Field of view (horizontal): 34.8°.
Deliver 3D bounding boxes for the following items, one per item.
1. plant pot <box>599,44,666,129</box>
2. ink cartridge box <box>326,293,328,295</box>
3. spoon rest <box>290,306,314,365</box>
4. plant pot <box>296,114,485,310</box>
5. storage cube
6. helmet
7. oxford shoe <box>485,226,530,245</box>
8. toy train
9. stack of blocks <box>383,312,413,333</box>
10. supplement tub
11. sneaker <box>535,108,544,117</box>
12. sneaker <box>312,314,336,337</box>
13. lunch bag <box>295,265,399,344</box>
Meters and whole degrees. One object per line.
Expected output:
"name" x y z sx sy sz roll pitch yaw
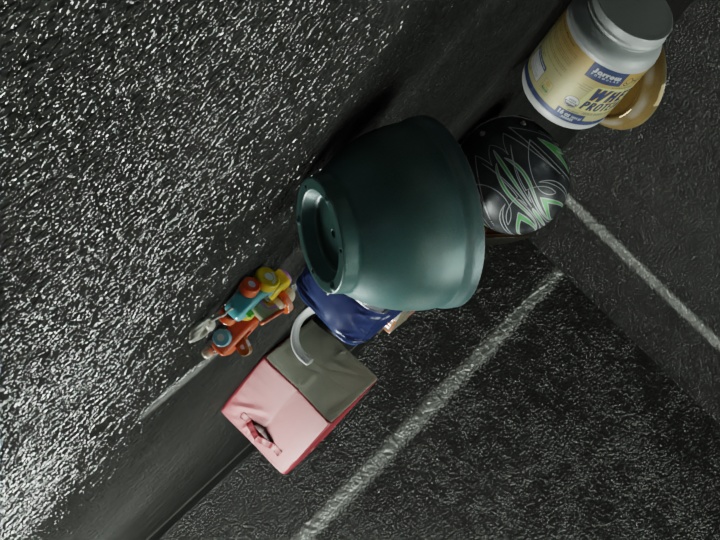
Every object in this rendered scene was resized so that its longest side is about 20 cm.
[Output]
"plant pot" 0.373 -0.308 1.727 0.027 0.200 0.200 -17 159 -32
"ink cartridge box" 0.011 -0.069 1.418 0.200 0.067 0.117 -45 175 -17
"spoon rest" -0.059 0.060 1.940 0.200 0.061 0.099 -59 174 6
"plant pot" 0.017 -0.047 1.156 0.134 0.200 0.200 -12 160 -23
"storage cube" -0.110 0.227 2.095 0.180 0.171 0.200 -50 172 38
"helmet" 0.246 -0.156 1.882 0.200 0.200 0.191 -46 -175 10
"oxford shoe" 0.201 -0.080 1.971 0.200 0.071 0.071 4 167 -22
"toy train" -0.135 0.064 1.382 0.150 0.056 0.200 -45 174 -1
"stack of blocks" 0.090 -0.008 1.793 0.115 0.059 0.200 -35 160 -48
"supplement tub" 0.333 -0.309 1.625 0.144 0.144 0.200 -41 173 -36
"sneaker" 0.341 -0.332 1.881 0.199 0.076 0.114 -52 170 29
"sneaker" -0.015 0.059 2.111 0.091 0.076 0.200 -58 174 19
"lunch bag" 0.026 -0.009 1.591 0.200 0.136 0.132 -39 172 -48
